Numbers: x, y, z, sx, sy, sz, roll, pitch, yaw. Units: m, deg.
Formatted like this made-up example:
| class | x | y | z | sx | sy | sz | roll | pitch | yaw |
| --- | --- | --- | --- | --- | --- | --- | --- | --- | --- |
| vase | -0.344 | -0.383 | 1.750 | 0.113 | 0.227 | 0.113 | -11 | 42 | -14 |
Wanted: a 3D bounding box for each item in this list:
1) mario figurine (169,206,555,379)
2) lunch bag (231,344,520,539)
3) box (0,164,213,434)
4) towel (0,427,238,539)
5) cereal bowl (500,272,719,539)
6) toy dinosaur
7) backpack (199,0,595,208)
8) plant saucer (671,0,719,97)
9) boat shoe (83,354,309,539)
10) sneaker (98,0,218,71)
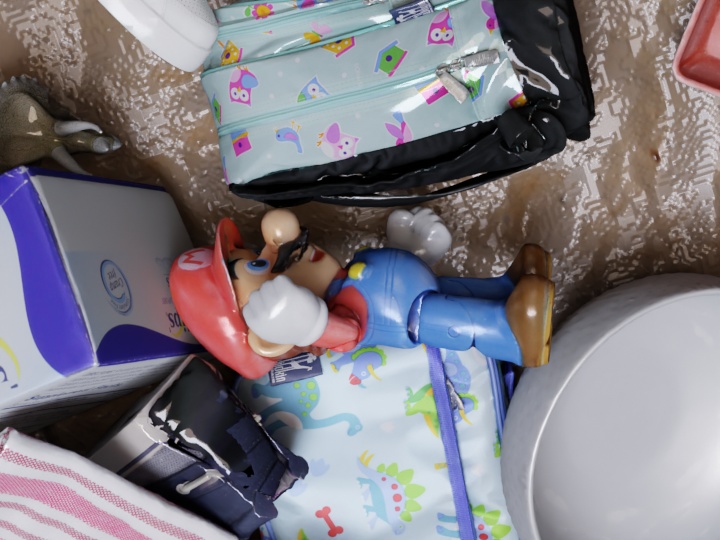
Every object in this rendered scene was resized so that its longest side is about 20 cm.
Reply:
| class | x | y | z | sx | sy | sz | roll | pitch | yaw |
| --- | --- | --- | --- | --- | --- | --- | --- | --- | --- |
| mario figurine | 0.000 | 0.000 | 0.807 | 0.200 | 0.123 | 0.106 | 1 | 73 | 2 |
| lunch bag | 0.017 | 0.117 | 0.905 | 0.161 | 0.082 | 0.200 | -9 | 105 | 2 |
| box | -0.201 | 0.033 | 0.821 | 0.200 | 0.184 | 0.105 | -22 | 85 | 14 |
| towel | -0.178 | 0.166 | 0.804 | 0.146 | 0.030 | 0.200 | 31 | 123 | -33 |
| cereal bowl | 0.163 | 0.090 | 0.874 | 0.200 | 0.083 | 0.200 | -8 | 111 | -22 |
| toy dinosaur | -0.231 | -0.060 | 0.857 | 0.200 | 0.102 | 0.077 | -24 | 102 | 7 |
| backpack | 0.017 | -0.101 | 0.822 | 0.200 | 0.167 | 0.127 | -11 | 88 | 12 |
| plant saucer | 0.294 | -0.166 | 0.843 | 0.200 | 0.037 | 0.200 | 20 | 104 | -4 |
| boat shoe | -0.100 | 0.116 | 0.861 | 0.093 | 0.200 | 0.075 | 43 | 64 | -5 |
| sneaker | -0.108 | -0.206 | 0.763 | 0.116 | 0.074 | 0.200 | -36 | 93 | 12 |
